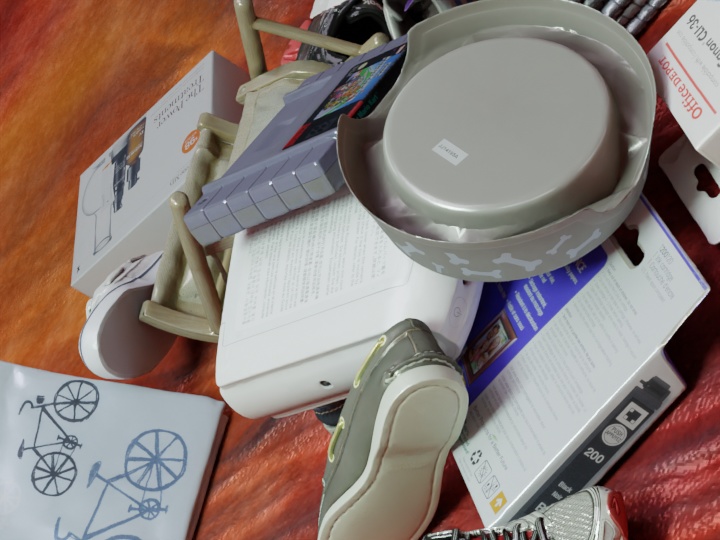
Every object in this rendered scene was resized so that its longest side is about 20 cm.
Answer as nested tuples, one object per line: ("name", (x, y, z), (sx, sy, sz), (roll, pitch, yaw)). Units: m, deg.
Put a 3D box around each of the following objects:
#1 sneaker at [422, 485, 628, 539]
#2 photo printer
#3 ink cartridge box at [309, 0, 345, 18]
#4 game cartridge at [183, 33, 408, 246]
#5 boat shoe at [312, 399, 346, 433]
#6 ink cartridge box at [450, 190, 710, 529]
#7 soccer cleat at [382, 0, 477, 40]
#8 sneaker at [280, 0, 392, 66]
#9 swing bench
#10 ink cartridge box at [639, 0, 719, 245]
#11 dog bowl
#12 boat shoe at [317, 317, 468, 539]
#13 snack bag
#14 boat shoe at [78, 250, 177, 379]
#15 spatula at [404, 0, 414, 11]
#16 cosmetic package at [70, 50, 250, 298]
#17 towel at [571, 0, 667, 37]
("sneaker", (0.074, 0.183, 1.243), (0.200, 0.082, 0.078), (-39, 34, 30))
("photo printer", (0.000, 0.000, 1.426), (0.200, 0.069, 0.167), (-21, 51, 38))
("ink cartridge box", (0.063, -0.261, 1.554), (0.200, 0.050, 0.161), (-23, 41, 42))
("game cartridge", (-0.027, -0.097, 1.475), (0.129, 0.038, 0.200), (-25, 18, 38))
("boat shoe", (0.029, 0.038, 1.479), (0.200, 0.062, 0.075), (-40, 33, 30))
("ink cartridge box", (0.128, 0.043, 1.338), (0.200, 0.043, 0.198), (-50, 29, 16))
("soccer cleat", (0.056, -0.217, 1.665), (0.070, 0.086, 0.200), (-39, 33, 30))
("sneaker", (-0.001, -0.221, 1.776), (0.098, 0.071, 0.201), (-13, 53, 53))
("swing bench", (-0.075, -0.068, 1.666), (0.200, 0.129, 0.199), (114, 170, -60))
("ink cartridge box", (0.244, -0.125, 1.297), (0.200, 0.067, 0.117), (-48, 30, 17))
("dog bowl", (0.087, -0.078, 1.335), (0.200, 0.059, 0.200), (-9, 50, 11))
("boat shoe", (0.014, 0.116, 1.362), (0.202, 0.072, 0.060), (111, 150, -41))
("snack bag", (-0.218, 0.168, 1.647), (0.021, 0.199, 0.189), (83, -161, -61))
("boat shoe", (-0.186, 0.036, 1.743), (0.065, 0.074, 0.200), (-8, 15, 23))
("spatula", (0.087, -0.261, 1.614), (0.200, 0.021, 0.057), (-47, -3, -34))
("cosmetic package", (-0.179, -0.081, 1.941), (0.200, 0.052, 0.151), (-40, 36, 30))
("towel", (0.165, -0.247, 1.525), (0.200, 0.085, 0.166), (-50, 28, 14))
